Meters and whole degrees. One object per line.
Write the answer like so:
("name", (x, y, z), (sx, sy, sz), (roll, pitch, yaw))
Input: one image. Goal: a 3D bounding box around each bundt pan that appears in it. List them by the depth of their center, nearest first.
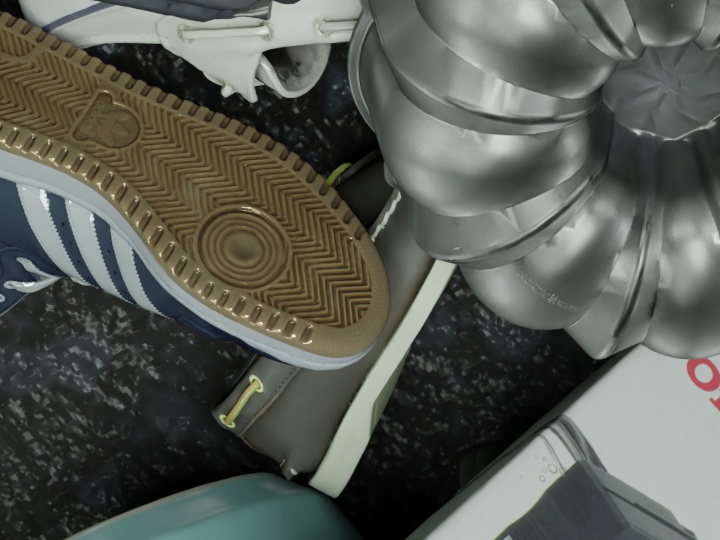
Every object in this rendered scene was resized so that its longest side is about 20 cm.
("bundt pan", (0.094, -0.053, 0.772), (0.200, 0.076, 0.203), (0, 125, 1))

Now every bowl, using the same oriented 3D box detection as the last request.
("bowl", (-0.066, 0.147, 0.978), (0.200, 0.200, 0.106), (-28, 78, 32))

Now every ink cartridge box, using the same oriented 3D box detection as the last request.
("ink cartridge box", (0.081, 0.128, 0.836), (0.145, 0.200, 0.084), (49, 147, 4))

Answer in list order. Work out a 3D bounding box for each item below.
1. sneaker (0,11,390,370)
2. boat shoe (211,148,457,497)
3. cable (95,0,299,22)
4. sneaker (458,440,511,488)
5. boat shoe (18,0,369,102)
("sneaker", (-0.085, -0.009, 0.900), (0.199, 0.070, 0.109), (31, 144, 7))
("boat shoe", (0.000, 0.000, 0.918), (0.060, 0.072, 0.202), (25, 128, 0))
("cable", (-0.104, -0.116, 0.739), (0.199, 0.163, 0.051), (8, 103, -15))
("sneaker", (0.124, 0.123, 0.953), (0.088, 0.074, 0.200), (-41, 102, 21))
("boat shoe", (-0.033, -0.091, 0.861), (0.199, 0.072, 0.066), (-9, 102, 32))
